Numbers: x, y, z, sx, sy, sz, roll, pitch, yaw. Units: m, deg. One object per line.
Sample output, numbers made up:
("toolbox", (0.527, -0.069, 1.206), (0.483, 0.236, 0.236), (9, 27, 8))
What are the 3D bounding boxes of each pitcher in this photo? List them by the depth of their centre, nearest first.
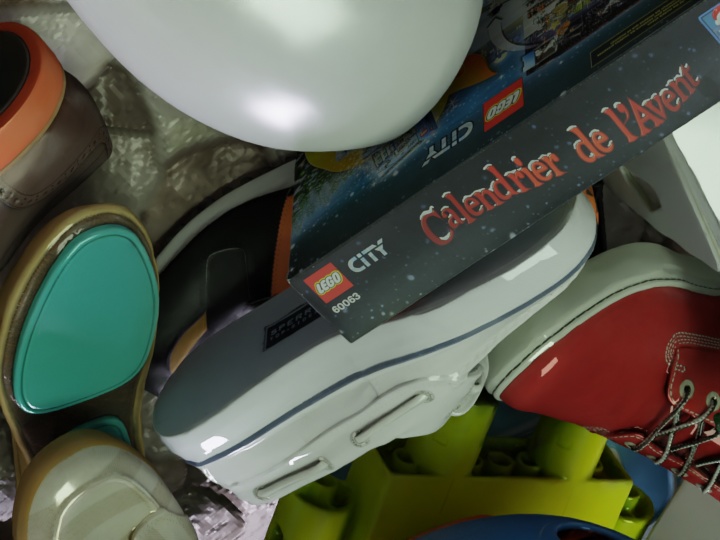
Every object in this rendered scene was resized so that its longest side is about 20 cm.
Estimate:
("pitcher", (-0.045, -0.143, 0.984), (0.199, 0.121, 0.172), (28, 93, -30))

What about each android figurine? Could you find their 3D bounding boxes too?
("android figurine", (0.039, 0.128, 1.233), (0.181, 0.041, 0.201), (2, 124, -28))

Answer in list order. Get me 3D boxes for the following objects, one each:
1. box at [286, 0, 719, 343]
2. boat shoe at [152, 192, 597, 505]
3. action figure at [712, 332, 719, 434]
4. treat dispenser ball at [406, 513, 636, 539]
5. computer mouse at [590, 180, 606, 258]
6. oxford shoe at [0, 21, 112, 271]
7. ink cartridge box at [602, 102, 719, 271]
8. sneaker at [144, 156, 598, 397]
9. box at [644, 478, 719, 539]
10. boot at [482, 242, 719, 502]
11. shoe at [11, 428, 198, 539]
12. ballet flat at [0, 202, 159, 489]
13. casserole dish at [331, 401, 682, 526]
("box", (0.062, -0.075, 1.031), (0.200, 0.137, 0.038), (-34, 120, 24))
("boat shoe", (0.015, 0.028, 1.072), (0.199, 0.074, 0.065), (-26, 123, 32))
("action figure", (0.199, -0.002, 1.140), (0.118, 0.055, 0.200), (49, 61, -15))
("treat dispenser ball", (0.064, 0.196, 1.135), (0.200, 0.201, 0.202), (-14, 131, -17))
("computer mouse", (0.168, -0.035, 1.216), (0.199, 0.046, 0.141), (-5, 127, -24))
("oxford shoe", (-0.174, 0.000, 1.053), (0.200, 0.071, 0.073), (-38, 138, 5))
("ink cartridge box", (0.180, -0.099, 1.087), (0.199, 0.145, 0.084), (-32, 110, -5))
("sneaker", (0.000, 0.000, 1.127), (0.200, 0.090, 0.070), (-32, 134, -1))
("box", (0.227, 0.159, 1.290), (0.200, 0.152, 0.107), (-8, 133, -52))
("boot", (0.136, 0.066, 1.138), (0.072, 0.145, 0.200), (-42, 158, 27))
("shoe", (-0.077, 0.139, 1.128), (0.070, 0.053, 0.201), (-43, 135, -22))
("ballet flat", (-0.116, 0.039, 1.113), (0.068, 0.063, 0.201), (-18, 137, -23))
("casserole dish", (0.065, 0.097, 1.275), (0.199, 0.039, 0.122), (-22, 132, -9))
